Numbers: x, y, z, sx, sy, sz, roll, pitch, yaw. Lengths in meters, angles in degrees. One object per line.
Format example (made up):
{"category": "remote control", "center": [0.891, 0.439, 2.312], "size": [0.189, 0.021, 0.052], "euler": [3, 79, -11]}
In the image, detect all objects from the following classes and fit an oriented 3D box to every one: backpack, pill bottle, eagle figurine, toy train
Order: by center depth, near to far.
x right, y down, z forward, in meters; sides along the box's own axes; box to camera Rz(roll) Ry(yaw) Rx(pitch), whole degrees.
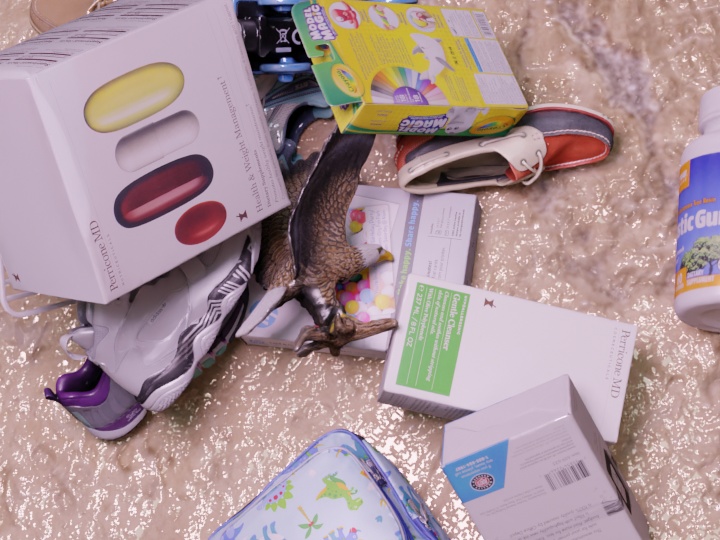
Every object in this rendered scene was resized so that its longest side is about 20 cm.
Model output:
{"category": "backpack", "center": [-0.014, 0.254, 1.387], "size": [0.183, 0.147, 0.200], "euler": [-40, 72, -1]}
{"category": "pill bottle", "center": [0.328, -0.054, 1.436], "size": [0.112, 0.112, 0.200], "euler": [1, 72, 12]}
{"category": "eagle figurine", "center": [-0.034, -0.028, 1.454], "size": [0.152, 0.151, 0.200], "euler": [-15, 80, 21]}
{"category": "toy train", "center": [-0.032, -0.212, 1.519], "size": [0.200, 0.114, 0.087], "euler": [-4, 98, -23]}

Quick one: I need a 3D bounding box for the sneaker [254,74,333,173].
{"category": "sneaker", "center": [-0.104, -0.114, 1.562], "size": [0.086, 0.078, 0.200], "euler": [39, 83, 16]}

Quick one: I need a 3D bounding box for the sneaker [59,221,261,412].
{"category": "sneaker", "center": [-0.170, 0.012, 1.432], "size": [0.115, 0.075, 0.200], "euler": [31, 84, -23]}

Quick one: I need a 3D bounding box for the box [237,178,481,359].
{"category": "box", "center": [0.000, 0.000, 1.523], "size": [0.200, 0.041, 0.156], "euler": [6, 73, 14]}

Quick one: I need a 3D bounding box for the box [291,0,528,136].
{"category": "box", "center": [0.036, -0.171, 1.426], "size": [0.200, 0.048, 0.117], "euler": [0, 56, -34]}

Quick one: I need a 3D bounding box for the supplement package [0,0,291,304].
{"category": "supplement package", "center": [-0.195, -0.103, 1.356], "size": [0.200, 0.191, 0.147], "euler": [-31, 24, -35]}

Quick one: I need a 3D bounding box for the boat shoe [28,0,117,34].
{"category": "boat shoe", "center": [-0.220, -0.232, 1.543], "size": [0.200, 0.065, 0.071], "euler": [14, 74, 16]}

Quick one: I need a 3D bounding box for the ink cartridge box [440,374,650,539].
{"category": "ink cartridge box", "center": [0.161, 0.198, 1.370], "size": [0.116, 0.067, 0.200], "euler": [-24, 112, 15]}

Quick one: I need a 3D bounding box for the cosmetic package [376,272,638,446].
{"category": "cosmetic package", "center": [0.123, 0.080, 1.422], "size": [0.200, 0.085, 0.108], "euler": [11, 77, -1]}

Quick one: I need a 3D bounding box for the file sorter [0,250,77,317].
{"category": "file sorter", "center": [-0.321, -0.048, 1.489], "size": [0.200, 0.124, 0.139], "euler": [15, 112, 44]}

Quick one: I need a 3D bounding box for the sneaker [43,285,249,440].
{"category": "sneaker", "center": [-0.188, 0.065, 1.495], "size": [0.200, 0.088, 0.074], "euler": [-46, 47, 2]}

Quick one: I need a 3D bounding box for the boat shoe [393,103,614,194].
{"category": "boat shoe", "center": [0.130, -0.103, 1.500], "size": [0.200, 0.071, 0.063], "euler": [-3, 49, 1]}
